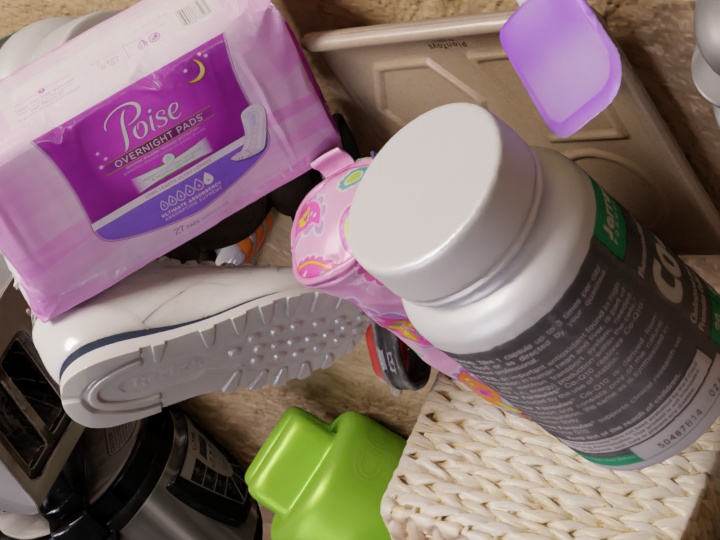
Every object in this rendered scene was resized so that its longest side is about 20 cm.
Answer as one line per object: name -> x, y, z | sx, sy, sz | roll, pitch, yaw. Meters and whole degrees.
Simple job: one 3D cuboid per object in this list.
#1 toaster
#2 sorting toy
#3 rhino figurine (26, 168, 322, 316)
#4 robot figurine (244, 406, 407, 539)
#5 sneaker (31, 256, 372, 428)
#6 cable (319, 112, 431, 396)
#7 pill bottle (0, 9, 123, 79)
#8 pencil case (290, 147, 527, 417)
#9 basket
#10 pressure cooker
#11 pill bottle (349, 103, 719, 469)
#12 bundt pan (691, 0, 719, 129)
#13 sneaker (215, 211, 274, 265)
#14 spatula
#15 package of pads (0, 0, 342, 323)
toaster -> -0.265, 0.051, 1.387 | 0.118, 0.181, 0.200 | 8, 145, 29
sorting toy -> 0.089, -0.073, 1.024 | 0.185, 0.037, 0.200 | 0, 143, 42
rhino figurine -> -0.107, -0.023, 1.129 | 0.060, 0.200, 0.088 | 57, 172, 51
robot figurine -> 0.016, 0.180, 1.391 | 0.200, 0.116, 0.175 | 33, 178, -8
sneaker -> -0.085, 0.023, 1.084 | 0.081, 0.200, 0.077 | 57, 147, 40
cable -> 0.000, 0.000, 1.151 | 0.050, 0.097, 0.200 | -11, 136, 21
pill bottle -> -0.194, -0.090, 1.167 | 0.113, 0.113, 0.200 | 45, 148, -24
pencil case -> 0.049, 0.009, 1.070 | 0.200, 0.088, 0.087 | 34, 154, -35
basket -> 0.137, 0.154, 1.199 | 0.198, 0.161, 0.200 | 15, 149, 24
pressure cooker -> -0.197, 0.190, 1.536 | 0.176, 0.179, 0.200 | -2, 139, 48
pill bottle -> 0.093, 0.010, 0.966 | 0.113, 0.113, 0.200 | -5, 147, 46
bundt pan -> 0.230, -0.088, 0.826 | 0.201, 0.076, 0.202 | 23, 150, 14
sneaker -> -0.132, -0.010, 1.274 | 0.112, 0.078, 0.200 | 33, 141, 3
spatula -> 0.050, -0.153, 0.897 | 0.200, 0.021, 0.057 | 49, 133, -3
package of pads -> -0.121, -0.072, 1.029 | 0.076, 0.200, 0.121 | 56, 174, 48
